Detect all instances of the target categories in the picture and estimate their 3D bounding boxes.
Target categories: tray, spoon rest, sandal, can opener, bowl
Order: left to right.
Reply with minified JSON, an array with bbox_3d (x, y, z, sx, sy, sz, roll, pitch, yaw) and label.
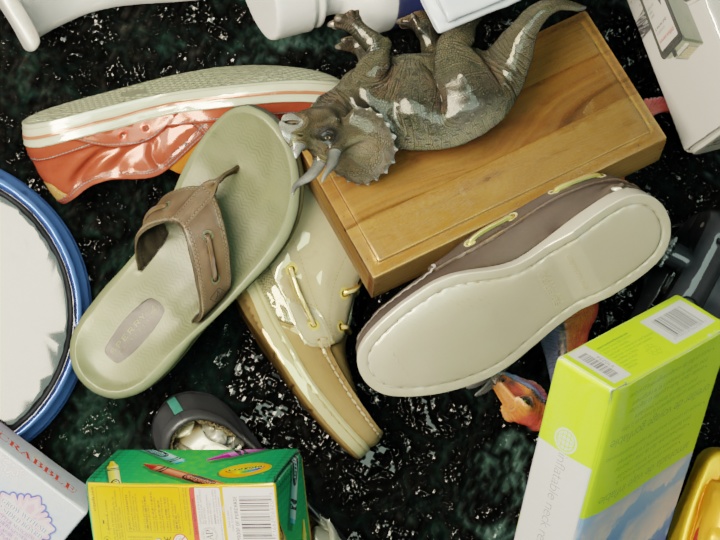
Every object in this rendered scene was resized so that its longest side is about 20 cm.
[{"bbox_3d":[-0.265,0.027,1.293,0.200,0.039,0.201,0,89,-8],"label":"bowl"},{"bbox_3d":[-0.138,-0.198,1.312,0.200,0.061,0.099,-32,100,-21],"label":"spoon rest"},{"bbox_3d":[-0.103,-0.006,1.252,0.080,0.057,0.201,36,96,13],"label":"sandal"},{"bbox_3d":[0.073,-0.072,1.272,0.200,0.037,0.099,-25,71,-12],"label":"tray"},{"bbox_3d":[0.186,0.049,1.344,0.079,0.063,0.200,34,84,-7],"label":"can opener"}]

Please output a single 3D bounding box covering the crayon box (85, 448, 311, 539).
[{"bbox_3d":[-0.089,0.209,1.262,0.119,0.058,0.200,-1,105,16],"label":"crayon box"}]

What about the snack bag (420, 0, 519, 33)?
[{"bbox_3d":[0.080,-0.257,1.237,0.188,0.021,0.200,-26,79,-16],"label":"snack bag"}]

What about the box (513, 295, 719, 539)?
[{"bbox_3d":[0.153,0.124,1.281,0.122,0.048,0.200,-24,135,-42],"label":"box"}]

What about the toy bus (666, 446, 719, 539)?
[{"bbox_3d":[0.304,0.193,1.295,0.200,0.192,0.136,17,88,-6],"label":"toy bus"}]

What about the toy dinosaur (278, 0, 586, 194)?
[{"bbox_3d":[0.039,-0.107,1.238,0.200,0.077,0.102,-14,77,-12],"label":"toy dinosaur"}]

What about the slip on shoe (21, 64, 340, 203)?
[{"bbox_3d":[-0.107,-0.087,1.306,0.200,0.074,0.061,-14,106,-6],"label":"slip on shoe"}]

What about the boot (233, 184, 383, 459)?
[{"bbox_3d":[0.000,0.000,1.313,0.155,0.073,0.200,-31,84,-7],"label":"boot"}]

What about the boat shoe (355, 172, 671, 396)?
[{"bbox_3d":[0.083,0.006,1.229,0.200,0.060,0.072,-30,119,-5],"label":"boat shoe"}]

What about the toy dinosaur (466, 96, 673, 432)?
[{"bbox_3d":[0.120,0.002,1.283,0.200,0.105,0.182,-31,59,22],"label":"toy dinosaur"}]

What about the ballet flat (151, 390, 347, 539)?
[{"bbox_3d":[-0.058,0.159,1.305,0.073,0.073,0.200,-39,95,-7],"label":"ballet flat"}]

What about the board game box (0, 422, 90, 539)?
[{"bbox_3d":[-0.298,0.152,1.257,0.200,0.041,0.200,38,100,-8],"label":"board game box"}]

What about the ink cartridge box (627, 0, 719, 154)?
[{"bbox_3d":[0.244,-0.190,1.315,0.145,0.084,0.200,-16,81,-24],"label":"ink cartridge box"}]

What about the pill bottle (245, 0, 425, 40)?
[{"bbox_3d":[0.026,-0.212,1.289,0.200,0.120,0.120,-18,92,-13],"label":"pill bottle"}]
